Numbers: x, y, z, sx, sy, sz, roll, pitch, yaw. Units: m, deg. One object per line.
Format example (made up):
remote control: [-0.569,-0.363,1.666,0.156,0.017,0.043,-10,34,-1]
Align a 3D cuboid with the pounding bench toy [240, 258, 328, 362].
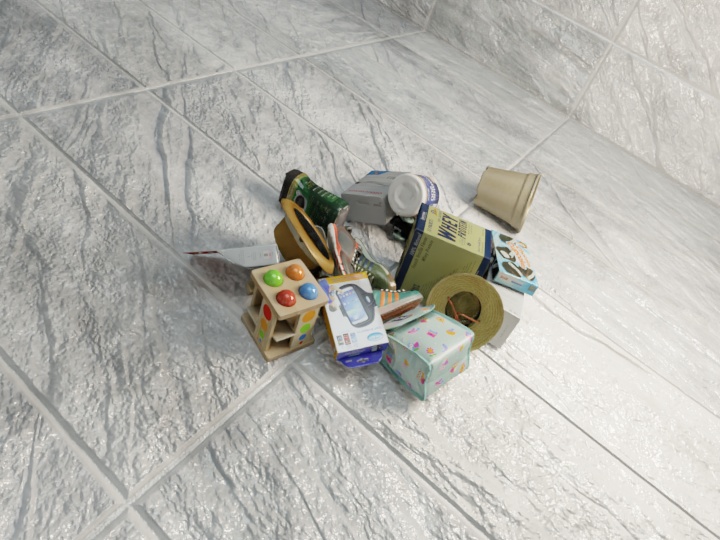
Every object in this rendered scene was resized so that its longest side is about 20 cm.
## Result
pounding bench toy: [-0.178,0.049,1.108,0.121,0.159,0.201,-15,52,-37]

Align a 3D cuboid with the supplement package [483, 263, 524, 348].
supplement package: [0.356,0.080,1.376,0.107,0.116,0.201,27,37,5]

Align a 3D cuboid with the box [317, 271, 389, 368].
box: [-0.017,0.103,1.118,0.115,0.042,0.205,-9,57,-17]

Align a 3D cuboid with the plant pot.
plant pot: [0.487,-0.257,1.770,0.179,0.206,0.201,23,37,18]

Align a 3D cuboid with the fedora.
fedora: [-0.139,-0.063,1.197,0.203,0.081,0.201,54,10,-13]

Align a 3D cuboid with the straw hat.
straw hat: [0.247,0.087,1.265,0.196,0.206,0.085,27,24,5]

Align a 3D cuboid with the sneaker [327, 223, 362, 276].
sneaker: [-0.029,-0.039,1.266,0.079,0.078,0.205,-6,54,-12]

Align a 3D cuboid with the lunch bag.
lunch bag: [0.128,0.161,1.172,0.167,0.126,0.198,-21,40,-36]

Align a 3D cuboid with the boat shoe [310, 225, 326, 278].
boat shoe: [-0.111,-0.049,1.318,0.069,0.067,0.205,18,43,-11]

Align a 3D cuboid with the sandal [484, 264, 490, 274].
sandal: [0.317,-0.019,1.471,0.053,0.083,0.201,24,25,-5]

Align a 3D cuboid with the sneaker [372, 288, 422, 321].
sneaker: [0.058,0.073,1.252,0.194,0.072,0.081,-16,60,-28]

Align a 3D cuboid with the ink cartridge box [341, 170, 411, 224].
ink cartridge box: [0.052,-0.217,1.531,0.140,0.087,0.200,8,32,29]

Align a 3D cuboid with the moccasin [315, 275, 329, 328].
moccasin: [-0.060,0.096,1.185,0.076,0.075,0.204,-21,60,-24]

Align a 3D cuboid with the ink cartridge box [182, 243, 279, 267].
ink cartridge box: [-0.278,-0.025,1.163,0.192,0.162,0.059,-10,92,-10]

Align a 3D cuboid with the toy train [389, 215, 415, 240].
toy train: [0.177,-0.107,1.523,0.196,0.087,0.114,32,27,13]

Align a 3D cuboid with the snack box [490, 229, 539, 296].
snack box: [0.401,-0.025,1.399,0.113,0.038,0.203,20,35,-8]

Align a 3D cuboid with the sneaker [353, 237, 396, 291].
sneaker: [0.000,0.000,1.328,0.088,0.069,0.201,-16,51,-33]

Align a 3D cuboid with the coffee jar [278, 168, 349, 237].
coffee jar: [-0.130,-0.185,1.429,0.197,0.106,0.085,35,36,12]

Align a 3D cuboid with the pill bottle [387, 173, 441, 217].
pill bottle: [0.160,-0.209,1.466,0.110,0.113,0.198,38,21,17]

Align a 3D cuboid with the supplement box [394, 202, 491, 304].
supplement box: [0.205,-0.025,1.343,0.194,0.204,0.136,21,36,1]
